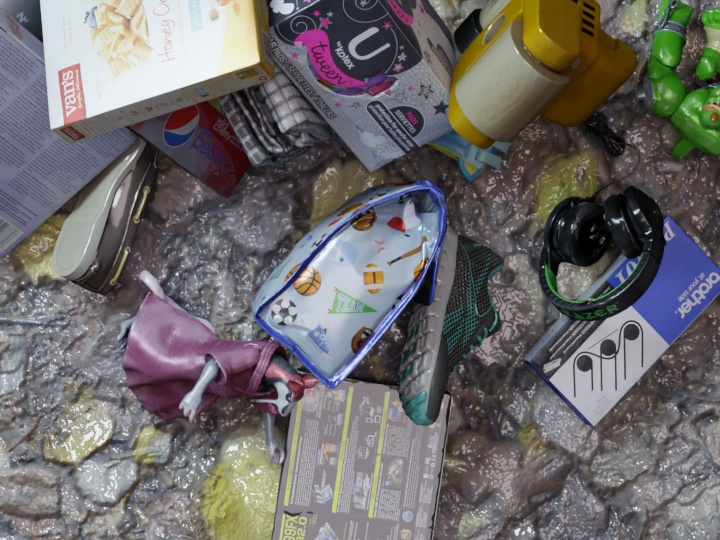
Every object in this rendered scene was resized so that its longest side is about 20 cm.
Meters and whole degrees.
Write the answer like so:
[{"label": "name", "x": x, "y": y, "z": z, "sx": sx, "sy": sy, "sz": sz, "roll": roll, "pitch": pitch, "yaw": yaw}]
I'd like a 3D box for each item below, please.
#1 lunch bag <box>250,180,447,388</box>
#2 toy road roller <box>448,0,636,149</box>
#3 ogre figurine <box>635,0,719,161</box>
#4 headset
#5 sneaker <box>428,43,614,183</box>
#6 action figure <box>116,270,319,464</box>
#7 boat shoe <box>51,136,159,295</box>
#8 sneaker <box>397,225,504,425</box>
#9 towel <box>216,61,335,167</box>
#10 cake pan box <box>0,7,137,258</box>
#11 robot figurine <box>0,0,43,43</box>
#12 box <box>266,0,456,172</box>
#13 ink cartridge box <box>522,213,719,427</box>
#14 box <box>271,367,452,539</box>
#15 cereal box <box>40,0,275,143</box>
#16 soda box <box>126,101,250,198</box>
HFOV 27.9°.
[{"label": "lunch bag", "x": 0.000, "y": 0.000, "z": 1.361, "sx": 0.124, "sy": 0.170, "sz": 0.200, "roll": 41, "pitch": 87, "yaw": -8}, {"label": "toy road roller", "x": 0.169, "y": -0.181, "z": 1.288, "sx": 0.145, "sy": 0.201, "sz": 0.123, "roll": 33, "pitch": 127, "yaw": -16}, {"label": "ogre figurine", "x": 0.356, "y": -0.168, "z": 1.421, "sx": 0.200, "sy": 0.098, "sz": 0.120, "roll": 44, "pitch": 70, "yaw": -17}, {"label": "headset", "x": 0.231, "y": -0.051, "z": 1.398, "sx": 0.094, "sy": 0.122, "sz": 0.202, "roll": 44, "pitch": 50, "yaw": -39}, {"label": "sneaker", "x": 0.152, "y": -0.148, "z": 1.416, "sx": 0.197, "sy": 0.080, "sz": 0.133, "roll": 5, "pitch": 88, "yaw": 7}, {"label": "action figure", "x": -0.125, "y": 0.092, "z": 1.374, "sx": 0.197, "sy": 0.134, "sz": 0.151, "roll": 0, "pitch": 64, "yaw": 24}, {"label": "boat shoe", "x": -0.232, "y": -0.076, "z": 1.405, "sx": 0.059, "sy": 0.071, "sz": 0.202, "roll": 33, "pitch": 72, "yaw": -42}, {"label": "sneaker", "x": 0.093, "y": 0.055, "z": 1.399, "sx": 0.090, "sy": 0.078, "sz": 0.203, "roll": 16, "pitch": 72, "yaw": -14}, {"label": "towel", "x": -0.099, "y": -0.180, "z": 1.341, "sx": 0.085, "sy": 0.200, "sz": 0.167, "roll": -28, "pitch": 91, "yaw": 10}, {"label": "cake pan box", "x": -0.332, "y": -0.123, "z": 1.335, "sx": 0.184, "sy": 0.053, "sz": 0.200, "roll": -39, "pitch": 134, "yaw": 13}, {"label": "robot figurine", "x": -0.332, "y": -0.247, "z": 1.372, "sx": 0.149, "sy": 0.124, "sz": 0.202, "roll": 28, "pitch": 88, "yaw": -28}, {"label": "box", "x": 0.001, "y": -0.211, "z": 1.299, "sx": 0.114, "sy": 0.133, "sz": 0.200, "roll": -26, "pitch": 136, "yaw": 20}, {"label": "ink cartridge box", "x": 0.263, "y": 0.049, "z": 1.436, "sx": 0.094, "sy": 0.044, "sz": 0.200, "roll": 44, "pitch": 88, "yaw": -3}, {"label": "box", "x": -0.001, "y": 0.207, "z": 1.423, "sx": 0.158, "sy": 0.044, "sz": 0.203, "roll": 8, "pitch": 89, "yaw": -2}, {"label": "cereal box", "x": -0.175, "y": -0.203, "z": 1.223, "sx": 0.197, "sy": 0.040, "sz": 0.146, "roll": -15, "pitch": 69, "yaw": 15}, {"label": "soda box", "x": -0.173, "y": -0.139, "z": 1.338, "sx": 0.070, "sy": 0.200, "sz": 0.064, "roll": 34, "pitch": 88, "yaw": 28}]
